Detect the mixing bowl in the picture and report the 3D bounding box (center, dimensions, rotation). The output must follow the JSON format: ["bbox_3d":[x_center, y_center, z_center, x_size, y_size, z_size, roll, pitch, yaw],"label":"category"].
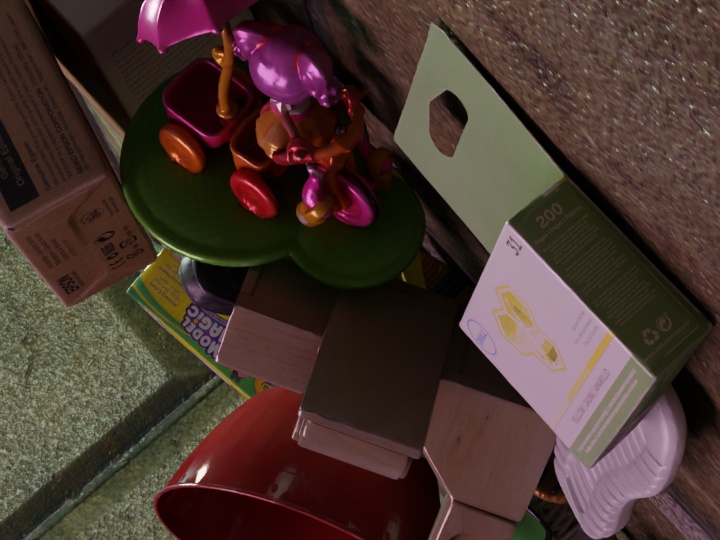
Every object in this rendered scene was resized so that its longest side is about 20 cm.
[{"bbox_3d":[-0.024,0.143,1.694,0.199,0.109,0.200,20,157,8],"label":"mixing bowl"}]

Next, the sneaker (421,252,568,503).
[{"bbox_3d":[0.072,0.075,1.678,0.200,0.075,0.088,51,173,0],"label":"sneaker"}]

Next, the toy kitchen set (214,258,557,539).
[{"bbox_3d":[-0.003,0.122,1.498,0.199,0.181,0.163,20,-151,-1],"label":"toy kitchen set"}]

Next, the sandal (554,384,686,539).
[{"bbox_3d":[0.148,0.087,1.405,0.083,0.050,0.203,64,163,13],"label":"sandal"}]

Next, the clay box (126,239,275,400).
[{"bbox_3d":[-0.087,0.058,1.854,0.200,0.048,0.115,38,176,25],"label":"clay box"}]

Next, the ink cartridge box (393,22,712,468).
[{"bbox_3d":[0.076,-0.009,1.271,0.200,0.048,0.146,47,160,11],"label":"ink cartridge box"}]

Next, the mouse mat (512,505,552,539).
[{"bbox_3d":[0.051,0.122,1.730,0.200,0.008,0.161,41,170,11],"label":"mouse mat"}]

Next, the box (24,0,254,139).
[{"bbox_3d":[-0.152,-0.176,1.652,0.152,0.106,0.200,46,172,27],"label":"box"}]

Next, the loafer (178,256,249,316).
[{"bbox_3d":[-0.060,0.010,1.795,0.200,0.070,0.068,-1,-110,-53],"label":"loafer"}]

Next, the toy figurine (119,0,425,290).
[{"bbox_3d":[-0.054,-0.099,1.443,0.200,0.150,0.184,34,157,21],"label":"toy figurine"}]

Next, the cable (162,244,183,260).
[{"bbox_3d":[-0.048,-0.001,1.929,0.199,0.050,0.097,29,-148,-1],"label":"cable"}]

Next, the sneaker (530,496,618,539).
[{"bbox_3d":[0.120,0.151,1.789,0.200,0.075,0.087,51,166,-8],"label":"sneaker"}]

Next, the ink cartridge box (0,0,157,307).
[{"bbox_3d":[-0.204,-0.083,1.593,0.165,0.075,0.200,60,177,15],"label":"ink cartridge box"}]

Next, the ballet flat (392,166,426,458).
[{"bbox_3d":[0.014,0.034,1.583,0.067,0.067,0.201,-1,111,30],"label":"ballet flat"}]
